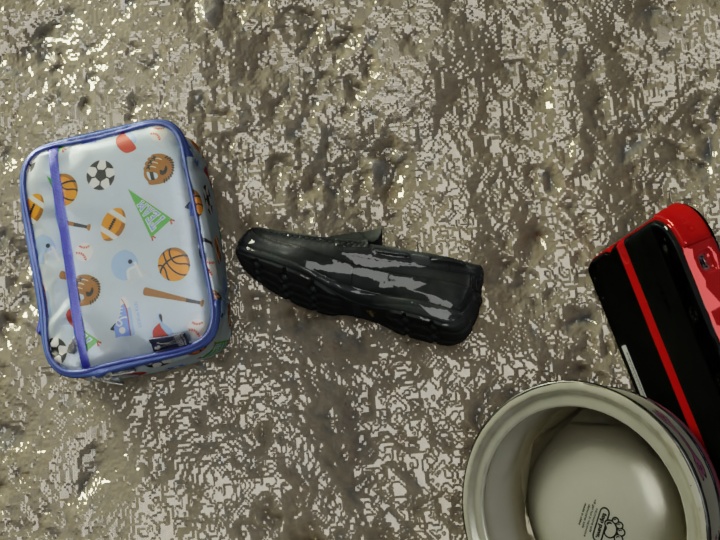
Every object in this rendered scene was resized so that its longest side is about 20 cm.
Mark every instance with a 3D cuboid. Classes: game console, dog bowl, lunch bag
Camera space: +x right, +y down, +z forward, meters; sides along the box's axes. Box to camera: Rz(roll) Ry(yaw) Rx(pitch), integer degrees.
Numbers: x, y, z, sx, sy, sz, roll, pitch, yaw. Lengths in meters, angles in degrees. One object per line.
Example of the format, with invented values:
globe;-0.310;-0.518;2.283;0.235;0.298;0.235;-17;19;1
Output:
game console;0.237;0.063;1.016;0.031;0.177;0.203;-18;81;-13
dog bowl;0.174;0.175;1.017;0.198;0.073;0.204;4;97;37
lunch bag;-0.190;-0.009;1.110;0.158;0.076;0.203;-11;81;5

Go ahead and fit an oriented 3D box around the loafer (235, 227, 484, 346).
loafer;0.000;0.000;1.100;0.198;0.068;0.071;16;65;9
